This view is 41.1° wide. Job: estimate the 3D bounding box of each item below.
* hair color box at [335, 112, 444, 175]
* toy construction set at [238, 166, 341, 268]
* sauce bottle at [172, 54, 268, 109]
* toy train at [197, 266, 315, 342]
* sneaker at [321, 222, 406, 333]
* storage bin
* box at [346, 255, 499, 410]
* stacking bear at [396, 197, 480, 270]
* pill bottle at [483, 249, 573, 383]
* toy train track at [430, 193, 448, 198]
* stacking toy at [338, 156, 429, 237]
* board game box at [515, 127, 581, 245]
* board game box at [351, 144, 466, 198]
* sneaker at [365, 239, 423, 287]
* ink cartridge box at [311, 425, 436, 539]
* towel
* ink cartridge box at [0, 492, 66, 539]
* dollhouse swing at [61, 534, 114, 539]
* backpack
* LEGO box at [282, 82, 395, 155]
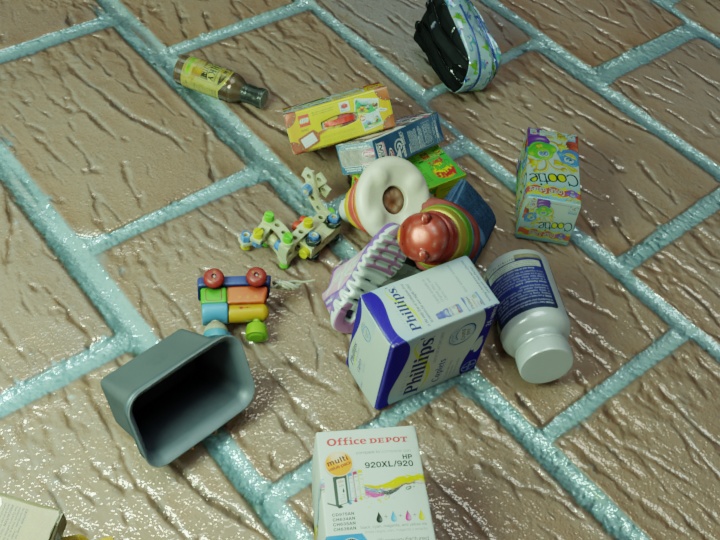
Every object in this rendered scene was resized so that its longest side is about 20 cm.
[{"bbox_3d":[0.058,-0.241,1.813,0.099,0.062,0.199,-1,22,45],"label":"hair color box"},{"bbox_3d":[-0.110,-0.085,1.697,0.130,0.093,0.201,30,62,19],"label":"toy construction set"},{"bbox_3d":[-0.282,-0.380,1.949,0.197,0.065,0.065,20,48,10],"label":"sauce bottle"},{"bbox_3d":[-0.165,0.064,1.559,0.196,0.085,0.118,-2,58,-10],"label":"toy train"},{"bbox_3d":[0.000,0.000,1.588,0.080,0.202,0.088,27,11,-41],"label":"sneaker"},{"bbox_3d":[-0.274,0.179,1.412,0.199,0.148,0.133,-33,32,-31],"label":"storage bin"},{"bbox_3d":[0.093,0.098,1.488,0.197,0.185,0.106,-20,57,-23],"label":"box"},{"bbox_3d":[0.117,-0.052,1.509,0.112,0.124,0.200,11,5,18],"label":"stacking bear"},{"bbox_3d":[0.279,0.077,1.579,0.117,0.121,0.202,-2,48,-10],"label":"pill bottle"},{"bbox_3d":[0.122,-0.121,1.752,0.199,0.032,0.115,38,35,-14],"label":"toy train track"},{"bbox_3d":[0.019,-0.118,1.689,0.144,0.149,0.199,-22,10,-26],"label":"stacking toy"},{"bbox_3d":[0.353,-0.161,1.815,0.103,0.104,0.202,9,47,0],"label":"board game box"},{"bbox_3d":[0.091,-0.166,1.819,0.198,0.048,0.102,-23,56,-26],"label":"board game box"},{"bbox_3d":[0.094,-0.003,1.653,0.196,0.080,0.075,12,45,1],"label":"sneaker"},{"bbox_3d":[0.013,0.335,1.290,0.144,0.146,0.202,-2,47,-8],"label":"ink cartridge box"},{"bbox_3d":[0.181,-0.081,1.703,0.112,0.048,0.200,45,33,-4],"label":"towel"},{"bbox_3d":[-0.446,0.353,1.086,0.162,0.075,0.203,18,63,-4],"label":"ink cartridge box"},{"bbox_3d":[-0.381,0.449,1.125,0.196,0.185,0.176,-5,27,-13],"label":"dollhouse swing"},{"bbox_3d":[0.212,-0.476,2.050,0.151,0.164,0.203,4,52,-24],"label":"backpack"},{"bbox_3d":[-0.044,-0.290,1.817,0.196,0.079,0.149,-16,15,-2],"label":"LEGO box"}]
